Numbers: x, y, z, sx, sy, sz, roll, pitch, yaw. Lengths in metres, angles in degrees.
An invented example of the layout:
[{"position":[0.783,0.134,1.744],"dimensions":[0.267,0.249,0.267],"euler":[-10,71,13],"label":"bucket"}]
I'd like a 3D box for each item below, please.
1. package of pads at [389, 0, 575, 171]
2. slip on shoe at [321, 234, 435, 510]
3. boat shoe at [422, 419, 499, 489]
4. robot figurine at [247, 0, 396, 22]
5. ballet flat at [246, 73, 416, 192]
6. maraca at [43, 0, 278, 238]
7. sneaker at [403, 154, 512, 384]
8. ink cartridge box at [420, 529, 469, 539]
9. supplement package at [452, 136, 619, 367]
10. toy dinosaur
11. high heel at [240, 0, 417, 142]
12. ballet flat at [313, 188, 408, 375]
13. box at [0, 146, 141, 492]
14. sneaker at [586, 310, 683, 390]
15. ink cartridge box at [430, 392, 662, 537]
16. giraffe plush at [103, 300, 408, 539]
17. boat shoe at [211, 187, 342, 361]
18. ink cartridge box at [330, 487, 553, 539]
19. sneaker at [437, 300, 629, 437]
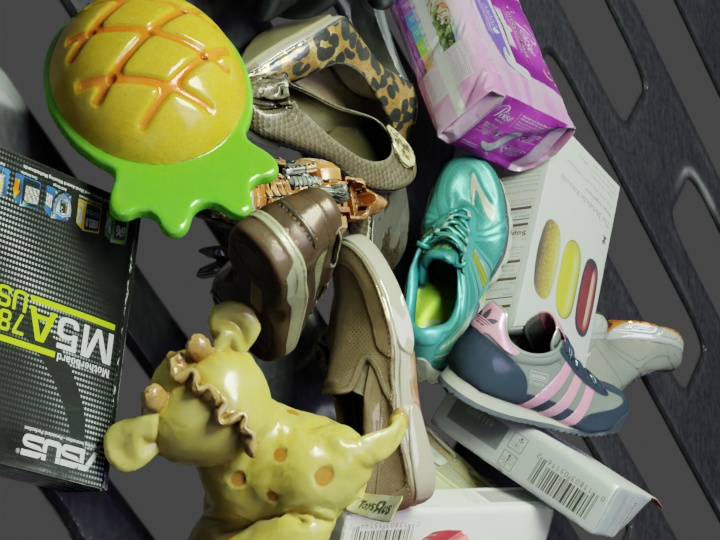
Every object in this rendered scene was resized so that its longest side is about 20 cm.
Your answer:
[{"position":[0.093,-0.185,1.480],"dimensions":[0.120,0.076,0.201],"euler":[18,42,-44],"label":"package of pads"},{"position":[0.001,0.076,1.294],"dimensions":[0.060,0.076,0.202],"euler":[-12,92,-24],"label":"slip on shoe"},{"position":[0.074,0.171,1.445],"dimensions":[0.200,0.073,0.064],"euler":[36,61,-33],"label":"boat shoe"},{"position":[-0.037,-0.267,1.349],"dimensions":[0.200,0.124,0.151],"euler":[-50,124,-43],"label":"robot figurine"},{"position":[-0.020,-0.107,1.334],"dimensions":[0.199,0.046,0.068],"euler":[18,34,-45],"label":"ballet flat"},{"position":[-0.133,-0.105,1.176],"dimensions":[0.136,0.107,0.201],"euler":[-18,59,-16],"label":"maraca"},{"position":[0.074,-0.009,1.414],"dimensions":[0.080,0.077,0.202],"euler":[77,23,-59],"label":"sneaker"},{"position":[0.016,0.294,1.241],"dimensions":[0.199,0.084,0.146],"euler":[-30,90,-16],"label":"ink cartridge box"},{"position":[0.134,-0.007,1.522],"dimensions":[0.114,0.109,0.202],"euler":[39,54,-40],"label":"supplement package"},{"position":[-0.051,-0.040,1.275],"dimensions":[0.199,0.135,0.103],"euler":[27,61,-45],"label":"toy dinosaur"},{"position":[-0.022,-0.129,1.387],"dimensions":[0.200,0.071,0.144],"euler":[-37,117,-48],"label":"high heel"},{"position":[0.000,0.000,1.401],"dimensions":[0.067,0.046,0.202],"euler":[48,44,-49],"label":"ballet flat"},{"position":[-0.229,0.025,1.110],"dimensions":[0.199,0.047,0.195],"euler":[25,63,-47],"label":"box"},{"position":[0.226,0.090,1.661],"dimensions":[0.199,0.075,0.093],"euler":[11,82,-42],"label":"sneaker"},{"position":[0.157,0.160,1.470],"dimensions":[0.047,0.159,0.200],"euler":[-57,157,0],"label":"ink cartridge box"},{"position":[-0.084,0.116,1.179],"dimensions":[0.162,0.199,0.173],"euler":[41,53,-19],"label":"giraffe plush"},{"position":[-0.047,0.002,1.195],"dimensions":[0.075,0.202,0.075],"euler":[-40,84,-19],"label":"boat shoe"},{"position":[0.043,0.256,1.369],"dimensions":[0.199,0.045,0.178],"euler":[4,105,-35],"label":"ink cartridge box"},{"position":[0.153,0.077,1.400],"dimensions":[0.199,0.070,0.083],"euler":[13,107,-43],"label":"sneaker"}]
